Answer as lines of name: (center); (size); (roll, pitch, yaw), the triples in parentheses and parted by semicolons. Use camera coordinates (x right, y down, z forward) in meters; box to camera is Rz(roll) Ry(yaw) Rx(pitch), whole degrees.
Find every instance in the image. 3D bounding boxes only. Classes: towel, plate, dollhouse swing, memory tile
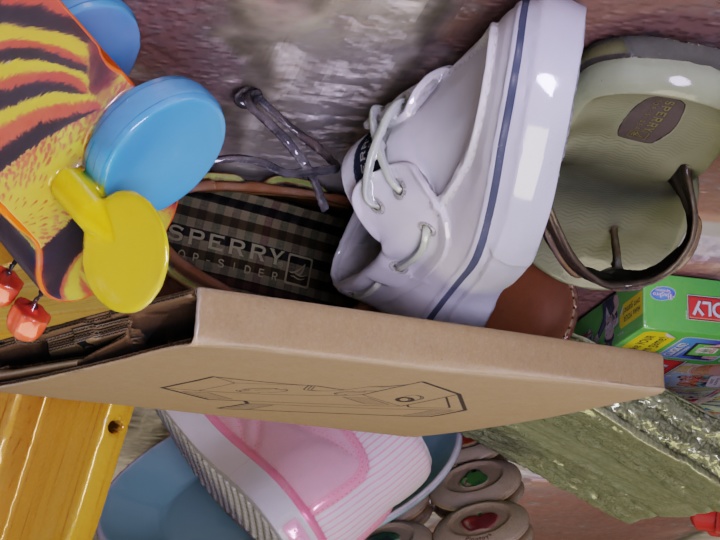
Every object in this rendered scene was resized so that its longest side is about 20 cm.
towel: (0.101, 0.069, 1.000); (0.199, 0.037, 0.148); (28, 160, -12)
plate: (-0.041, 0.114, 1.070); (0.199, 0.026, 0.200); (-14, -160, 5)
dollhouse swing: (-0.173, 0.072, 0.930); (0.175, 0.183, 0.200); (14, 176, 45)
memory tile: (-0.012, 0.129, 1.068); (0.199, 0.017, 0.153); (-13, -160, 5)

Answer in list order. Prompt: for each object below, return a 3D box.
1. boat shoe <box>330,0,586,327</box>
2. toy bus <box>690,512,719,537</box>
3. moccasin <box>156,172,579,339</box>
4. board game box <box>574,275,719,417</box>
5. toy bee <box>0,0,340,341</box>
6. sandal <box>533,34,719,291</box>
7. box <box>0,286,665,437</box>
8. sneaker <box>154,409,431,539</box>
boat shoe: (0.026, -0.027, 0.694); (0.066, 0.074, 0.200); (12, 150, -2)
toy bus: (0.292, 0.135, 1.140); (0.191, 0.136, 0.200); (-1, 166, 29)
moccasin: (0.000, -0.002, 0.819); (0.201, 0.074, 0.078); (19, 170, -21)
board game box: (0.168, 0.047, 1.026); (0.134, 0.029, 0.200); (5, 163, -12)
toy bee: (-0.089, -0.026, 0.639); (0.200, 0.109, 0.131); (36, -171, -39)
sandal: (0.092, -0.025, 0.742); (0.079, 0.058, 0.201); (2, 163, 0)
box: (-0.015, 0.038, 0.752); (0.199, 0.021, 0.163); (9, 166, -33)
sneaker: (-0.034, 0.073, 1.004); (0.200, 0.104, 0.076); (35, 157, 56)
